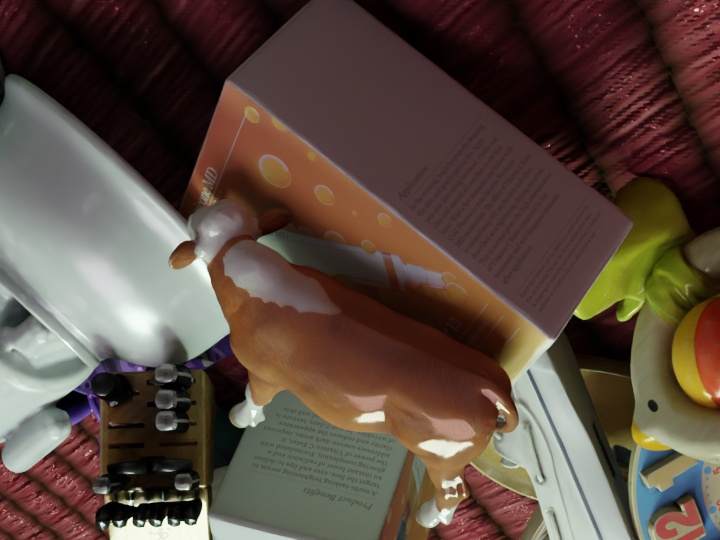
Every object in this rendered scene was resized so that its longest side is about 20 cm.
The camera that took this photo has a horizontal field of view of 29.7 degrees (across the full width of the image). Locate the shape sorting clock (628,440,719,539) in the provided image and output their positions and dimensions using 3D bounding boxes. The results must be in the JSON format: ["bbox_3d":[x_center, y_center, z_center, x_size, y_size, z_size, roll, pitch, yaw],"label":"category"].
[{"bbox_3d":[0.258,0.122,0.833,0.197,0.039,0.203,-2,105,-8],"label":"shape sorting clock"}]

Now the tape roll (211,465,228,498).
[{"bbox_3d":[-0.071,0.260,0.997,0.200,0.204,0.140,3,133,16],"label":"tape roll"}]

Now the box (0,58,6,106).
[{"bbox_3d":[-0.248,-0.060,0.729,0.039,0.202,0.138,10,146,7],"label":"box"}]

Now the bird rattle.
[{"bbox_3d":[0.209,0.022,0.723,0.198,0.166,0.112,-5,160,41],"label":"bird rattle"}]

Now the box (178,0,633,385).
[{"bbox_3d":[0.018,-0.027,0.709,0.199,0.098,0.125,38,144,5],"label":"box"}]

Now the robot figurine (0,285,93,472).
[{"bbox_3d":[-0.256,0.054,0.958,0.112,0.171,0.199,-10,162,-46],"label":"robot figurine"}]

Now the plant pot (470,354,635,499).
[{"bbox_3d":[0.163,0.115,0.975,0.197,0.028,0.201,10,144,7],"label":"plant pot"}]

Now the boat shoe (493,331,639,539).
[{"bbox_3d":[0.116,0.102,0.853,0.065,0.072,0.202,-23,94,18],"label":"boat shoe"}]

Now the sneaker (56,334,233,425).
[{"bbox_3d":[-0.158,0.073,0.986,0.199,0.084,0.080,-23,132,40],"label":"sneaker"}]

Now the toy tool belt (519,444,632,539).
[{"bbox_3d":[0.180,0.179,0.935,0.124,0.123,0.202,31,101,5],"label":"toy tool belt"}]

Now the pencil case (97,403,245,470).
[{"bbox_3d":[-0.119,0.160,1.092,0.092,0.086,0.200,-12,138,38],"label":"pencil case"}]

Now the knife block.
[{"bbox_3d":[-0.123,0.085,0.826,0.063,0.201,0.178,0,127,-4],"label":"knife block"}]

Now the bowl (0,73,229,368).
[{"bbox_3d":[-0.157,-0.009,0.780,0.201,0.091,0.201,41,169,10],"label":"bowl"}]

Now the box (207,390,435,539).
[{"bbox_3d":[-0.011,0.140,0.895,0.105,0.201,0.154,10,135,13],"label":"box"}]

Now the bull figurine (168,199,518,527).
[{"bbox_3d":[-0.014,0.044,0.676,0.198,0.065,0.122,30,146,19],"label":"bull figurine"}]
